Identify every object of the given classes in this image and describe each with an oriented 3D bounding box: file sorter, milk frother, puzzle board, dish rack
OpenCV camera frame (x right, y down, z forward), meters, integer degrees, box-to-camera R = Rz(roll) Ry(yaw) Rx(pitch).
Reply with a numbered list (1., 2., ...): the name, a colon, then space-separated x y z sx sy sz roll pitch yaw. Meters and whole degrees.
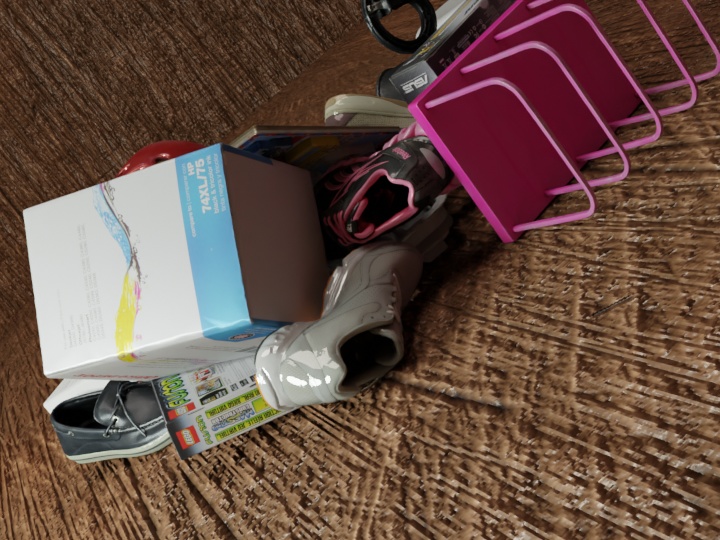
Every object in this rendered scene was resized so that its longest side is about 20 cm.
1. file sorter: 0.169 -0.143 1.045 0.200 0.139 0.125 -46 18 -26
2. milk frother: 0.108 -0.253 1.432 0.188 0.200 0.181 -29 13 34
3. puzzle board: -0.078 -0.084 1.177 0.151 0.017 0.200 -4 -14 -37
4. dish rack: 0.000 0.000 1.224 0.200 0.044 0.172 -39 14 -2

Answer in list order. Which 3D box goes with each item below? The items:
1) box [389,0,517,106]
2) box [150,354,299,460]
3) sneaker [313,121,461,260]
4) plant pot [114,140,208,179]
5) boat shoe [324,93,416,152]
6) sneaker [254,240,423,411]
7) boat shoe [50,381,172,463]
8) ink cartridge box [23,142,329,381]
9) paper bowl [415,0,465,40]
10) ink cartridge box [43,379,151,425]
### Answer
1. box: 0.133 -0.161 1.149 0.048 0.158 0.200 -19 25 49
2. box: -0.123 0.099 1.163 0.110 0.035 0.200 -24 14 -8
3. sneaker: 0.002 -0.052 1.115 0.200 0.079 0.095 -34 13 46
4. plant pot: -0.235 -0.030 1.634 0.200 0.200 0.183 -29 25 37
5. boat shoe: 0.063 -0.115 1.227 0.072 0.200 0.065 105 174 -75
6. sneaker: 0.009 0.044 1.036 0.092 0.076 0.200 1 34 37
7. boat shoe: -0.227 0.139 1.298 0.200 0.062 0.075 -16 29 34
8. ink cartridge box: -0.148 0.001 1.100 0.200 0.146 0.147 -15 -12 24
9. paper bowl: 0.150 -0.296 1.663 0.201 0.104 0.201 -38 13 10
10. ink cartridge box: -0.214 0.093 1.400 0.200 0.083 0.147 -30 16 33
